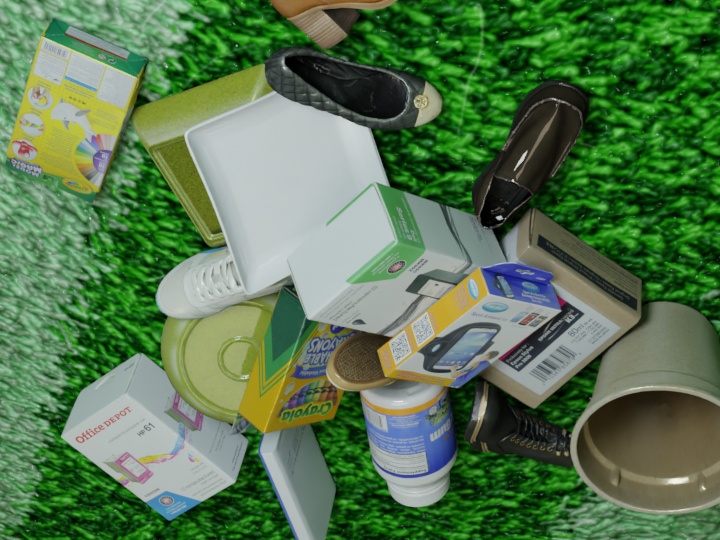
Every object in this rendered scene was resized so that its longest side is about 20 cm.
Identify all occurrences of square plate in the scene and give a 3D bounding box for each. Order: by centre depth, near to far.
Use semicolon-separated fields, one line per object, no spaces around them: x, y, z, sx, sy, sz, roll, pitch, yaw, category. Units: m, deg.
-0.073;-0.103;1.533;0.199;0.028;0.199;-27;116;-17;square plate

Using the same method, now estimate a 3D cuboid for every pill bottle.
0.063;0.197;1.778;0.111;0.112;0.201;-1;129;13;pill bottle

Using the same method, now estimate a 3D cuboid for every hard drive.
-0.080;0.259;1.846;0.025;0.132;0.201;-7;127;16;hard drive

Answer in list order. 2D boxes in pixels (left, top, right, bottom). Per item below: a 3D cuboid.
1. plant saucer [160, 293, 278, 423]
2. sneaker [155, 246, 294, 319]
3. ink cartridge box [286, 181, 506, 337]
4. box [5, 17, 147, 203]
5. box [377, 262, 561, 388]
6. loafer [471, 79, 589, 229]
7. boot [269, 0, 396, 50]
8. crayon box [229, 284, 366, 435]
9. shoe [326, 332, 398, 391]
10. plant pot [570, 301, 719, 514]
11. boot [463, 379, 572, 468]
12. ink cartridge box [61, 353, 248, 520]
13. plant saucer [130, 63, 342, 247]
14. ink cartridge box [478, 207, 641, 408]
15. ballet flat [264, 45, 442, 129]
-0.143;0.102;1.720;0.199;0.031;0.201;0;110;0;plant saucer
-0.149;0.004;1.639;0.199;0.081;0.077;-19;86;12;sneaker
0.045;-0.003;1.545;0.199;0.084;0.146;14;135;-45;ink cartridge box
-0.322;-0.172;1.600;0.117;0.048;0.200;23;128;-8;box
0.126;0.061;1.569;0.119;0.042;0.200;12;141;-40;box
0.182;-0.114;1.522;0.073;0.072;0.200;23;130;-7;loafer
-0.024;-0.325;1.403;0.200;0.077;0.155;-29;114;39;boot
-0.065;0.112;1.655;0.051;0.125;0.201;35;115;32;crayon box
0.024;0.104;1.647;0.070;0.200;0.053;48;126;16;shoe
0.343;0.142;1.625;0.199;0.184;0.201;6;130;7;plant pot
0.201;0.189;1.716;0.138;0.078;0.200;14;171;13;boot
-0.273;0.222;1.888;0.144;0.085;0.200;-33;115;33;ink cartridge box
-0.141;-0.111;1.590;0.199;0.048;0.200;-14;121;29;plant saucer
0.200;0.048;1.650;0.164;0.075;0.200;31;130;-15;ink cartridge box
-0.005;-0.187;1.484;0.199;0.057;0.067;10;90;-19;ballet flat
